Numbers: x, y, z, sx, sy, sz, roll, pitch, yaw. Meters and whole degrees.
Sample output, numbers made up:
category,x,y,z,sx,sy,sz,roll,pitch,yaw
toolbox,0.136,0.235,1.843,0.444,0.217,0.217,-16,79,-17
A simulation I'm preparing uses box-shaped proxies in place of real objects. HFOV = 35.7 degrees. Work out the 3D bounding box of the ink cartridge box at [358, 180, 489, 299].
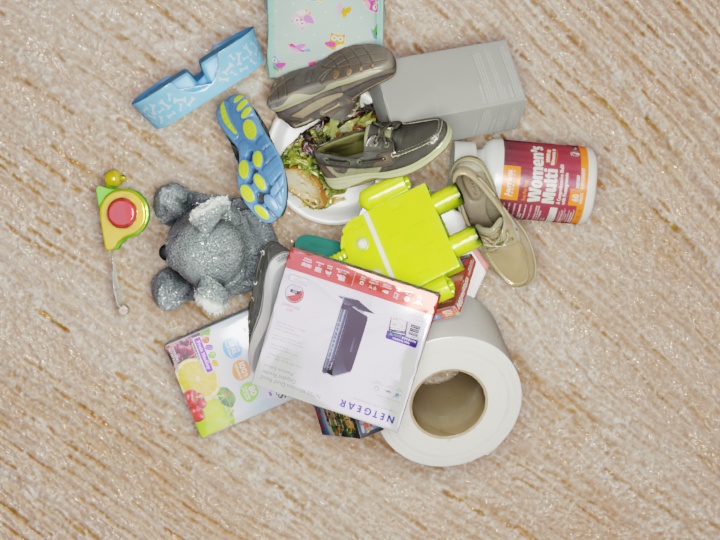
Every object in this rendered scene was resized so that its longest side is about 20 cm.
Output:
category,x,y,z,sx,sy,sz,roll,pitch,yaw
ink cartridge box,0.088,-0.045,1.587,0.198,0.068,0.118,26,95,-6

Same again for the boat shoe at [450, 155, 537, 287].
category,x,y,z,sx,sy,sz,roll,pitch,yaw
boat shoe,0.177,-0.057,1.509,0.071,0.065,0.202,-22,107,20

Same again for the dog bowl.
category,x,y,z,sx,sy,sz,roll,pitch,yaw
dog bowl,-0.220,-0.263,1.540,0.199,0.112,0.050,-32,109,-2

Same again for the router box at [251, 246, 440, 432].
category,x,y,z,sx,sy,sz,roll,pitch,yaw
router box,-0.017,0.086,1.411,0.197,0.049,0.182,17,95,4

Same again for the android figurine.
category,x,y,z,sx,sy,sz,roll,pitch,yaw
android figurine,0.054,-0.032,1.462,0.198,0.041,0.184,-23,76,10

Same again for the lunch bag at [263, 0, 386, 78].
category,x,y,z,sx,sy,sz,roll,pitch,yaw
lunch bag,-0.049,-0.355,1.535,0.168,0.123,0.202,0,123,-4

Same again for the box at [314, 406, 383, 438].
category,x,y,z,sx,sy,sz,roll,pitch,yaw
box,-0.039,0.123,1.508,0.037,0.136,0.203,-16,91,-24

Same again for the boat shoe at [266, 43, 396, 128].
category,x,y,z,sx,sy,sz,roll,pitch,yaw
boat shoe,-0.032,-0.247,1.517,0.198,0.075,0.073,-12,134,30

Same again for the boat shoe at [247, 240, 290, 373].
category,x,y,z,sx,sy,sz,roll,pitch,yaw
boat shoe,-0.125,0.050,1.512,0.069,0.066,0.202,-13,131,-29

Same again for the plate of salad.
category,x,y,z,sx,sy,sz,roll,pitch,yaw
plate of salad,-0.036,-0.166,1.585,0.197,0.048,0.203,0,93,-3

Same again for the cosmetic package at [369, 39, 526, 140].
category,x,y,z,sx,sy,sz,roll,pitch,yaw
cosmetic package,0.119,-0.242,1.547,0.197,0.090,0.108,-11,68,-6

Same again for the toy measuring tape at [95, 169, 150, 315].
category,x,y,z,sx,sy,sz,roll,pitch,yaw
toy measuring tape,-0.322,-0.042,1.562,0.072,0.074,0.203,-9,94,-3

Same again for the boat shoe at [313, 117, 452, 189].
category,x,y,z,sx,sy,sz,roll,pitch,yaw
boat shoe,0.024,-0.162,1.464,0.199,0.072,0.066,-15,133,33

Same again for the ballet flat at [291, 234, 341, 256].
category,x,y,z,sx,sy,sz,roll,pitch,yaw
ballet flat,0.000,0.000,1.537,0.197,0.068,0.068,15,135,15

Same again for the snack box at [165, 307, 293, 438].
category,x,y,z,sx,sy,sz,roll,pitch,yaw
snack box,-0.161,0.131,1.588,0.198,0.053,0.144,-22,96,-5

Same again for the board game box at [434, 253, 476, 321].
category,x,y,z,sx,sy,sz,roll,pitch,yaw
board game box,0.060,0.041,1.517,0.198,0.104,0.020,-17,125,34

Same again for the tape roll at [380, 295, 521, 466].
category,x,y,z,sx,sy,sz,roll,pitch,yaw
tape roll,0.111,0.147,1.534,0.200,0.140,0.205,-2,115,-4

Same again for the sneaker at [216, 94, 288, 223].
category,x,y,z,sx,sy,sz,roll,pitch,yaw
sneaker,-0.138,-0.152,1.531,0.070,0.083,0.201,-29,61,11

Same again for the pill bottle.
category,x,y,z,sx,sy,sz,roll,pitch,yaw
pill bottle,0.225,-0.128,1.571,0.197,0.110,0.111,5,93,-1

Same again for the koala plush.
category,x,y,z,sx,sy,sz,roll,pitch,yaw
koala plush,-0.200,-0.030,1.504,0.181,0.200,0.180,1,93,-4
